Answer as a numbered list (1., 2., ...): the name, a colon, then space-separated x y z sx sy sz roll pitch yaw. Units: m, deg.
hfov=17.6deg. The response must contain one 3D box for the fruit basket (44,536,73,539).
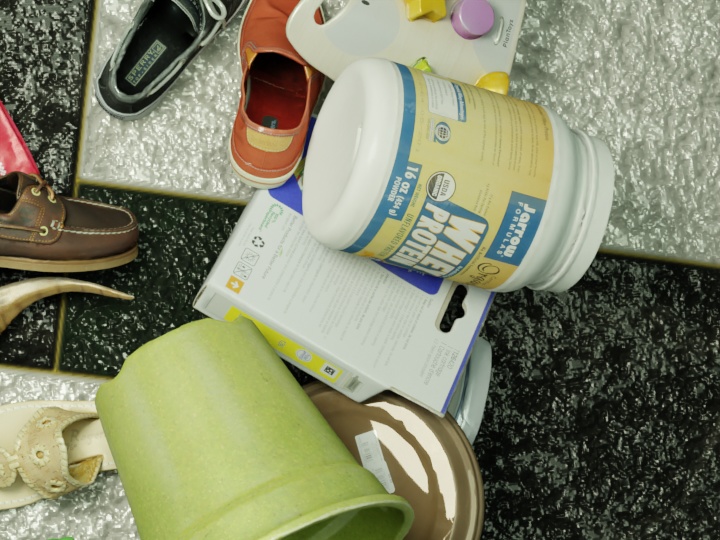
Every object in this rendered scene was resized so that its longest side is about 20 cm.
1. fruit basket: -0.200 0.298 1.615 0.155 0.216 0.216 -41 92 -16

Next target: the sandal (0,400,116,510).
1. sandal: -0.212 0.127 1.710 0.212 0.070 0.078 -9 82 -15

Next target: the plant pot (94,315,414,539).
1. plant pot: -0.093 0.141 1.643 0.200 0.200 0.184 -24 68 -16

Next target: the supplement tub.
1. supplement tub: 0.071 -0.066 1.722 0.200 0.145 0.145 15 77 -19

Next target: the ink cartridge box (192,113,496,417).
1. ink cartridge box: 0.000 0.000 1.762 0.200 0.047 0.198 32 49 -7

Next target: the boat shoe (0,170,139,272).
1. boat shoe: -0.255 -0.038 1.709 0.200 0.070 0.070 -2 112 -27

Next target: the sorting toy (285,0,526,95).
1. sorting toy: 0.027 -0.203 1.781 0.180 0.107 0.200 21 75 -31

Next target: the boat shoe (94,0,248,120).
1. boat shoe: -0.135 -0.205 1.787 0.074 0.068 0.199 41 74 -4

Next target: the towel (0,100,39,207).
1. towel: -0.356 -0.086 1.732 0.200 0.022 0.145 -25 87 -16

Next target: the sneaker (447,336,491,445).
1. sneaker: 0.040 0.134 1.769 0.071 0.073 0.200 25 76 -12

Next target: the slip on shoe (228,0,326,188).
1. slip on shoe: -0.061 -0.154 1.775 0.074 0.061 0.200 12 51 -5

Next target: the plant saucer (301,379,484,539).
1. plant saucer: -0.008 0.173 1.727 0.200 0.029 0.200 -3 78 15

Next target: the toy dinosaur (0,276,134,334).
1. toy dinosaur: -0.282 0.032 1.725 0.200 0.060 0.106 -35 103 -7
